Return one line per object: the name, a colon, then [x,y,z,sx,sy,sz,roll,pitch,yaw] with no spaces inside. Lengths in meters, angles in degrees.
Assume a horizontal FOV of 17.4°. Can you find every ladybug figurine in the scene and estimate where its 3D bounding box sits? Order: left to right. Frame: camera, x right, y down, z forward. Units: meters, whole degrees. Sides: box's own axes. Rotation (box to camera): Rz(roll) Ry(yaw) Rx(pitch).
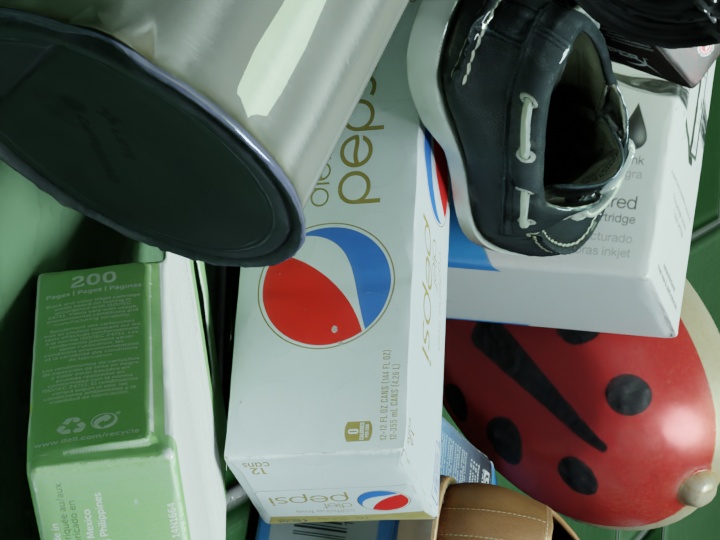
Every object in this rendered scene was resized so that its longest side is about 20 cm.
ladybug figurine: [0.093,0.042,1.103,0.072,0.200,0.136,6,118,-49]

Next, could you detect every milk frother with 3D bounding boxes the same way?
milk frother: [0.014,-0.084,0.675,0.189,0.199,0.181,-63,157,-21]

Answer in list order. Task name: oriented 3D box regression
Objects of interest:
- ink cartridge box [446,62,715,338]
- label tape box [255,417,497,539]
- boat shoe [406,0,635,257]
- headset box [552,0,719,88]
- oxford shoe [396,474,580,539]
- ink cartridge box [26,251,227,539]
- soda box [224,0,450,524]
ink cartridge box: [0.080,-0.081,1.056,0.084,0.145,0.201,52,45,-64]
label tape box: [0.008,0.139,1.018,0.200,0.066,0.144,49,48,-71]
boat shoe: [0.071,-0.047,0.887,0.076,0.060,0.200,-64,156,-8]
headset box: [0.086,-0.187,0.828,0.200,0.075,0.149,42,82,-34]
oxford shoe: [0.067,0.138,0.981,0.200,0.071,0.072,58,38,-68]
ink cartridge box: [-0.071,0.058,0.762,0.200,0.048,0.146,-99,-178,-57]
soda box: [-0.005,-0.009,0.876,0.064,0.068,0.201,66,24,-58]
